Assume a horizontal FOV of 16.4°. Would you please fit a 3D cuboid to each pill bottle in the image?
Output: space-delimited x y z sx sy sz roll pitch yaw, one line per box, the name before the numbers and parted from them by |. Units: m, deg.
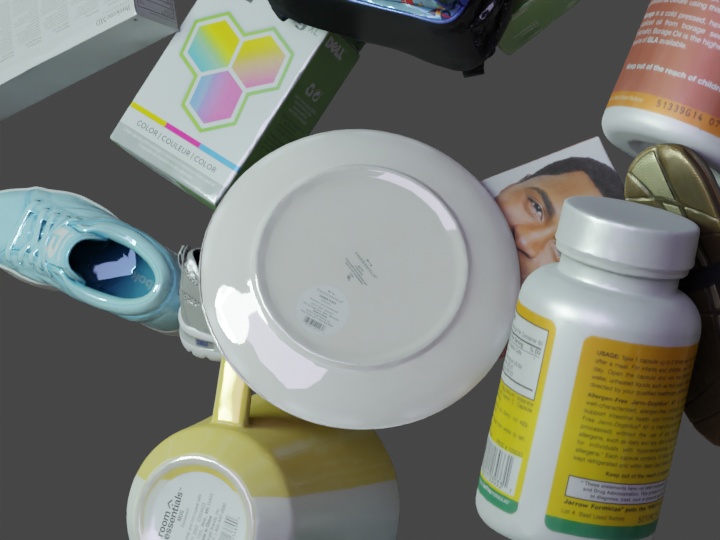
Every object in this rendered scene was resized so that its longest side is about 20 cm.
pill bottle | 0.141 0.062 1.499 0.112 0.113 0.201 16 103 24
pill bottle | 0.238 -0.158 1.580 0.112 0.112 0.201 20 83 25

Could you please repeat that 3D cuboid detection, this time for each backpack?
backpack | 0.034 -0.251 1.622 0.182 0.135 0.201 19 78 20

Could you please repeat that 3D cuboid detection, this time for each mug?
mug | -0.079 0.135 1.572 0.149 0.153 0.187 -27 80 21

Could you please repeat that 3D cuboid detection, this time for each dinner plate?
dinner plate | 0.000 0.000 1.532 0.199 0.024 0.201 0 68 -1

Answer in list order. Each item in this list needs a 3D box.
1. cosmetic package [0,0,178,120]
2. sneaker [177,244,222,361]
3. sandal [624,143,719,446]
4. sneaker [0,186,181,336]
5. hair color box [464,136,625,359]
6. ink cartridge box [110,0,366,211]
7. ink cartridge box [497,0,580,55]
cosmetic package | -0.221 -0.173 1.766 0.199 0.051 0.083 -22 65 32
sneaker | -0.029 0.016 1.630 0.199 0.082 0.075 -3 40 11
sandal | 0.221 0.013 1.540 0.080 0.054 0.201 -13 100 37
sneaker | -0.195 -0.018 1.721 0.199 0.082 0.074 19 81 24
hair color box | 0.079 0.001 1.580 0.199 0.061 0.102 -22 70 -13
ink cartridge box | -0.072 -0.142 1.723 0.104 0.059 0.201 32 87 27
ink cartridge box | 0.098 -0.267 1.701 0.145 0.048 0.200 -38 64 7
